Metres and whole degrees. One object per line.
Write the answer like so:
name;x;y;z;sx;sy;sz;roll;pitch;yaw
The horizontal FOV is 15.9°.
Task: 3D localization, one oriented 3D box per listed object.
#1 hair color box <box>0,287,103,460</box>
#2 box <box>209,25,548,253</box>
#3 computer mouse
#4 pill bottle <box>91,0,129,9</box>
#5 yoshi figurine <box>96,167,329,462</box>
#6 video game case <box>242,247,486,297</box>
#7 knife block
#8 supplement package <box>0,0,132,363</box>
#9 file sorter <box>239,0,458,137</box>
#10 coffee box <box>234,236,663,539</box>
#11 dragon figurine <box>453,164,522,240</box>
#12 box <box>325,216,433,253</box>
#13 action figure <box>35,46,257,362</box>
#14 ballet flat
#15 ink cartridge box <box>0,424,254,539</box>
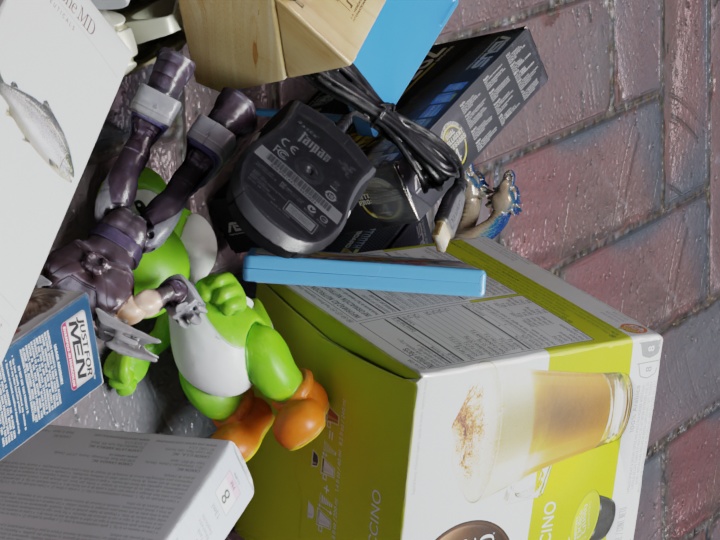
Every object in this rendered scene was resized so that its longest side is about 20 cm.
hair color box;-0.236;0.072;1.379;0.200;0.099;0.061;-38;127;-52
box;0.014;-0.088;1.726;0.200;0.160;0.049;-47;121;-45
computer mouse;-0.010;-0.043;1.532;0.140;0.046;0.200;38;35;-9
pill bottle;-0.152;-0.255;1.451;0.112;0.111;0.202;20;78;-60
yoshi figurine;-0.107;0.035;1.587;0.112;0.112;0.201;-36;109;-12
video game case;0.000;0.000;1.591;0.200;0.142;0.018;-127;-138;-87
knife block;-0.077;-0.189;1.484;0.175;0.199;0.064;41;64;-27
supplement package;-0.225;-0.067;1.355;0.117;0.117;0.201;51;52;-50
file sorter;-0.040;-0.210;1.648;0.139;0.122;0.201;-58;142;-36
coffee box;0.053;0.111;1.710;0.197;0.200;0.201;-8;114;-33
dragon figurine;0.090;0.017;1.986;0.099;0.059;0.202;-25;116;-56
box;0.012;0.072;1.867;0.158;0.051;0.201;-49;135;-42
action figure;-0.134;-0.026;1.498;0.201;0.130;0.069;-59;-175;-19
ballet flat;-0.147;-0.141;1.529;0.200;0.069;0.070;-35;125;-53
ink cartridge box;-0.174;0.170;1.447;0.200;0.162;0.057;-59;137;-37
